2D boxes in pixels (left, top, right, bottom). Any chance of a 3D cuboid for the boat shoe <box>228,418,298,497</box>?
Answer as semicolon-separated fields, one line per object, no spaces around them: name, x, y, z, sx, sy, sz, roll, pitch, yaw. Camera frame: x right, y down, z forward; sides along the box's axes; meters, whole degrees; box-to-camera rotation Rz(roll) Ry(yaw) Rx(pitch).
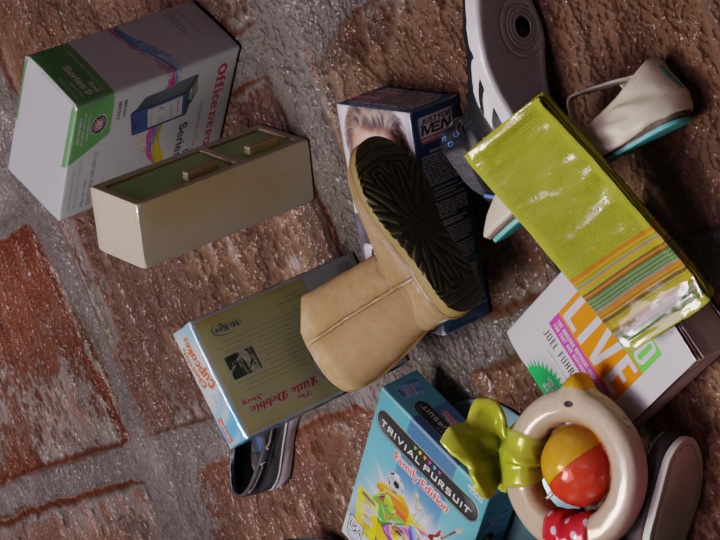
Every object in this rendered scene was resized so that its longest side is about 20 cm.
boat shoe;-0.108;0.148;2.068;0.070;0.066;0.201;38;136;34

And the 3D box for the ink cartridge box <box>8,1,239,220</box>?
ink cartridge box;-0.224;-0.155;1.938;0.087;0.199;0.146;42;137;25

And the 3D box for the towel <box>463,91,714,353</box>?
towel;0.170;-0.033;1.519;0.086;0.018;0.200;-38;96;28

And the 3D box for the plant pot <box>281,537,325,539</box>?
plant pot;-0.058;0.390;2.046;0.200;0.199;0.197;31;125;39

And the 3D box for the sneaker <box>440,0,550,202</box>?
sneaker;0.097;-0.142;1.634;0.112;0.073;0.201;-4;107;52

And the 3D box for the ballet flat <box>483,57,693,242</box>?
ballet flat;0.162;-0.095;1.547;0.199;0.069;0.070;-33;82;27

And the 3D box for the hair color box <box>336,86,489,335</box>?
hair color box;0.045;-0.053;1.763;0.100;0.060;0.201;11;117;49

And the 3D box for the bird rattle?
bird rattle;0.159;0.175;1.619;0.163;0.112;0.201;-50;52;33

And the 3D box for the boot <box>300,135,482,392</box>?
boot;0.000;0.000;1.743;0.200;0.066;0.176;-34;82;53

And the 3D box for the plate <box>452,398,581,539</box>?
plate;0.125;0.214;1.840;0.200;0.025;0.201;28;129;41

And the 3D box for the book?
book;0.203;0.054;1.638;0.134;0.048;0.200;57;147;15

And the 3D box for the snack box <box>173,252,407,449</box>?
snack box;-0.061;0.071;1.849;0.037;0.199;0.117;-35;81;52

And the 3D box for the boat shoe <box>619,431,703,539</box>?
boat shoe;0.232;0.208;1.656;0.060;0.072;0.202;30;134;34

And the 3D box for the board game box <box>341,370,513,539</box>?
board game box;0.062;0.216;1.861;0.151;0.047;0.201;44;139;30

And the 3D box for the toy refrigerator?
toy refrigerator;-0.144;-0.074;1.877;0.076;0.199;0.070;21;124;46
